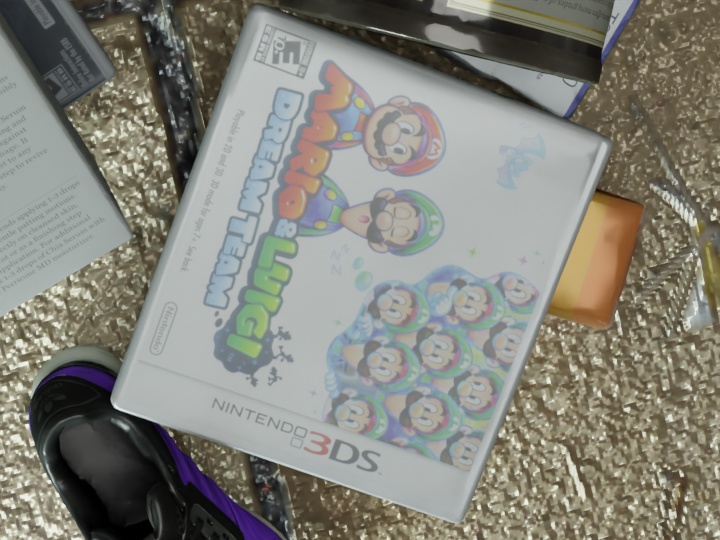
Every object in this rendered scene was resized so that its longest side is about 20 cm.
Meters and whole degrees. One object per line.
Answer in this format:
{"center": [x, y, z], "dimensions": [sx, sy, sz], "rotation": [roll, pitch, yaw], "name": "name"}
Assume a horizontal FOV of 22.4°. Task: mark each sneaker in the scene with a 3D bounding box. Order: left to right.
{"center": [-0.094, 0.131, 0.889], "dimensions": [0.069, 0.100, 0.200], "rotation": [-41, 102, 3], "name": "sneaker"}

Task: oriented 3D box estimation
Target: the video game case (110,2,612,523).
{"center": [0.000, 0.000, 0.854], "dimensions": [0.181, 0.024, 0.201], "rotation": [19, 99, -10], "name": "video game case"}

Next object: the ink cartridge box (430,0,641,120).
{"center": [0.065, -0.206, 0.883], "dimensions": [0.199, 0.043, 0.197], "rotation": [31, 93, -13], "name": "ink cartridge box"}

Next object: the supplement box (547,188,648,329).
{"center": [0.035, -0.032, 0.897], "dimensions": [0.199, 0.069, 0.067], "rotation": [17, 97, -11], "name": "supplement box"}

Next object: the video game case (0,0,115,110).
{"center": [-0.233, -0.111, 0.820], "dimensions": [0.181, 0.023, 0.200], "rotation": [-33, 134, -1], "name": "video game case"}

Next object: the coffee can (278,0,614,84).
{"center": [0.057, -0.195, 0.788], "dimensions": [0.145, 0.146, 0.202], "rotation": [13, 97, -9], "name": "coffee can"}

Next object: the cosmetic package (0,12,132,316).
{"center": [-0.194, -0.074, 0.806], "dimensions": [0.101, 0.071, 0.201], "rotation": [-30, 134, -3], "name": "cosmetic package"}
